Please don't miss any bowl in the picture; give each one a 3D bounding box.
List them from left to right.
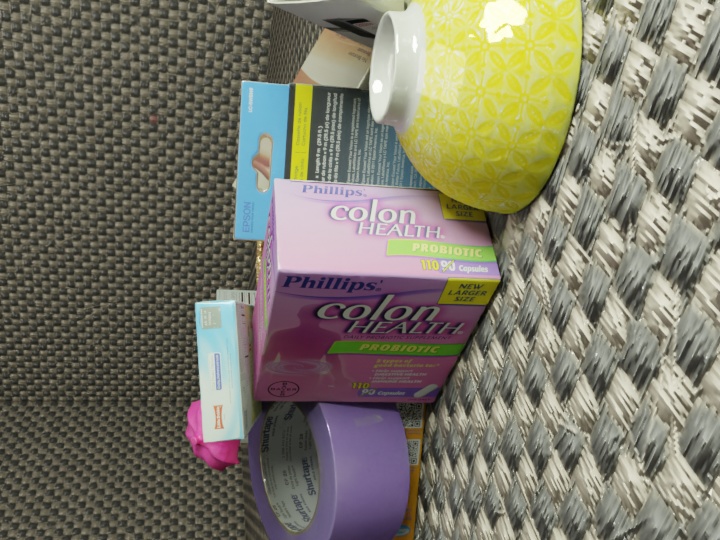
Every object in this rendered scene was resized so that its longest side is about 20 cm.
[{"bbox_3d":[0.067,-0.145,0.570,0.200,0.107,0.201,-177,90,-78],"label":"bowl"}]

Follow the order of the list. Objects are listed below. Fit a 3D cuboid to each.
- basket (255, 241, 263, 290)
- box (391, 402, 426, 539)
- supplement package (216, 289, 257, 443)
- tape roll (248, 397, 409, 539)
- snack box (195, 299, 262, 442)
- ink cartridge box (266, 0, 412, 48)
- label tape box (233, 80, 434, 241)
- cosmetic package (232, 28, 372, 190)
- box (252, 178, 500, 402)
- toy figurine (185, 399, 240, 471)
[{"bbox_3d":[-0.068,-0.064,1.081,0.143,0.149,0.200,119,152,-64],"label":"basket"},{"bbox_3d":[0.030,0.197,0.835,0.119,0.041,0.201,-144,60,-75],"label":"box"},{"bbox_3d":[-0.124,0.147,1.177,0.147,0.199,0.192,-102,19,-49],"label":"supplement package"},{"bbox_3d":[-0.039,0.194,0.801,0.200,0.085,0.201,1,91,58],"label":"tape roll"},{"bbox_3d":[-0.121,0.089,0.734,0.200,0.037,0.117,123,142,-85],"label":"snack box"},{"bbox_3d":[0.014,-0.269,0.636,0.200,0.083,0.147,-3,-82,-60],"label":"ink cartridge box"},{"bbox_3d":[-0.017,-0.098,0.726,0.063,0.199,0.145,-133,46,-72],"label":"label tape box"},{"bbox_3d":[-0.033,-0.141,0.811,0.103,0.087,0.200,33,94,41],"label":"cosmetic package"},{"bbox_3d":[0.001,0.027,0.679,0.200,0.175,0.097,108,161,-49],"label":"box"},{"bbox_3d":[-0.128,0.191,0.987,0.200,0.184,0.151,-149,62,-76],"label":"toy figurine"}]
